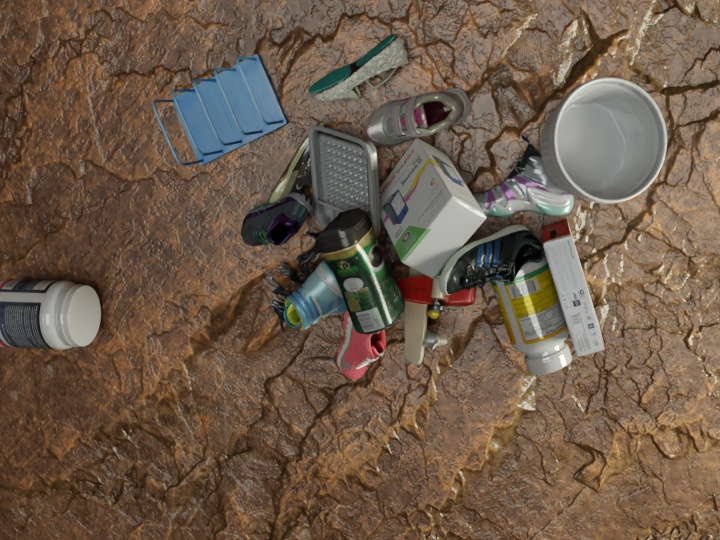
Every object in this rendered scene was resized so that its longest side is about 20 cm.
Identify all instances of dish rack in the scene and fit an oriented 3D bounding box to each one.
[{"bbox_3d":[-0.021,-0.154,1.454,0.171,0.043,0.203,26,130,44],"label":"dish rack"}]

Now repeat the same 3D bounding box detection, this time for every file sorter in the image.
[{"bbox_3d":[-0.263,-0.295,1.517,0.198,0.123,0.140,-22,96,17],"label":"file sorter"}]

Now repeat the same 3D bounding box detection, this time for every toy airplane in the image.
[{"bbox_3d":[0.118,0.041,1.509,0.201,0.140,0.200,-52,50,26],"label":"toy airplane"}]

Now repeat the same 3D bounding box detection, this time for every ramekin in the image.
[{"bbox_3d":[0.395,-0.212,1.365,0.197,0.105,0.204,0,92,-9],"label":"ramekin"}]

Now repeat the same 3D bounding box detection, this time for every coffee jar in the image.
[{"bbox_3d":[0.000,0.000,1.399,0.084,0.104,0.202,-12,111,31],"label":"coffee jar"}]

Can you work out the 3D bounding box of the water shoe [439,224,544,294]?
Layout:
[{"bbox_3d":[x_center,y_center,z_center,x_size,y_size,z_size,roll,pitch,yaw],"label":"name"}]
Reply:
[{"bbox_3d":[0.222,-0.012,1.373,0.199,0.079,0.072,-31,137,-18],"label":"water shoe"}]

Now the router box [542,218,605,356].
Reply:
[{"bbox_3d":[0.364,0.024,1.412,0.048,0.180,0.203,-17,99,15],"label":"router box"}]

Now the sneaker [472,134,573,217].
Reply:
[{"bbox_3d":[0.276,-0.169,1.450,0.197,0.078,0.142,-2,100,3],"label":"sneaker"}]

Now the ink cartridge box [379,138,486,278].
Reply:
[{"bbox_3d":[0.113,-0.111,1.421,0.087,0.201,0.146,25,117,-30],"label":"ink cartridge box"}]

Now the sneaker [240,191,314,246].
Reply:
[{"bbox_3d":[-0.172,-0.077,1.525,0.074,0.088,0.199,40,139,-21],"label":"sneaker"}]

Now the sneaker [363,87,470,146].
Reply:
[{"bbox_3d":[0.094,-0.275,1.456,0.197,0.088,0.082,-18,98,16],"label":"sneaker"}]

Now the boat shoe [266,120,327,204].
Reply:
[{"bbox_3d":[-0.104,-0.185,1.536,0.064,0.073,0.201,33,117,-1],"label":"boat shoe"}]

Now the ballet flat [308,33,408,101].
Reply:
[{"bbox_3d":[0.001,-0.348,1.476,0.198,0.072,0.072,-28,95,17],"label":"ballet flat"}]

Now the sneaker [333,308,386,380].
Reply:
[{"bbox_3d":[0.005,0.149,1.536,0.087,0.073,0.202,38,142,30],"label":"sneaker"}]

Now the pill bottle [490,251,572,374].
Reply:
[{"bbox_3d":[0.311,0.078,1.470,0.111,0.113,0.203,-18,97,16],"label":"pill bottle"}]

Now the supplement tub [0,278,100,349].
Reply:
[{"bbox_3d":[-0.653,0.090,1.679,0.197,0.140,0.143,2,102,13],"label":"supplement tub"}]

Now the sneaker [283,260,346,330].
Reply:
[{"bbox_3d":[-0.074,0.063,1.509,0.130,0.200,0.080,-41,63,1],"label":"sneaker"}]

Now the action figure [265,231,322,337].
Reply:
[{"bbox_3d":[-0.128,0.020,1.562,0.101,0.119,0.202,28,97,-5],"label":"action figure"}]
